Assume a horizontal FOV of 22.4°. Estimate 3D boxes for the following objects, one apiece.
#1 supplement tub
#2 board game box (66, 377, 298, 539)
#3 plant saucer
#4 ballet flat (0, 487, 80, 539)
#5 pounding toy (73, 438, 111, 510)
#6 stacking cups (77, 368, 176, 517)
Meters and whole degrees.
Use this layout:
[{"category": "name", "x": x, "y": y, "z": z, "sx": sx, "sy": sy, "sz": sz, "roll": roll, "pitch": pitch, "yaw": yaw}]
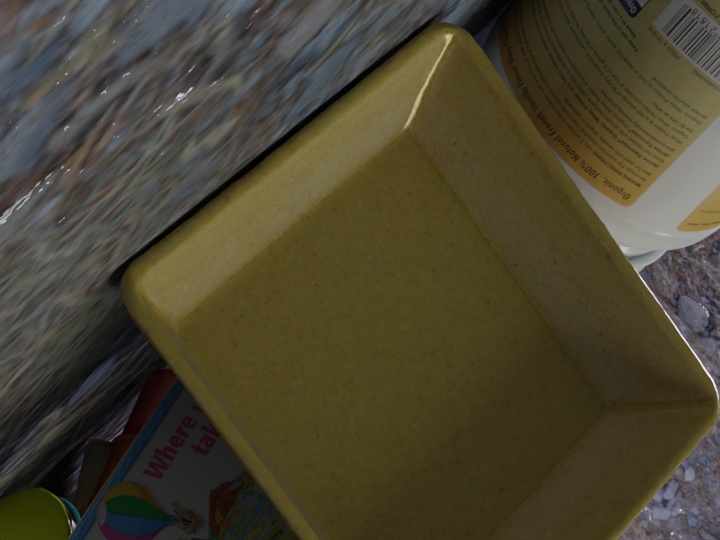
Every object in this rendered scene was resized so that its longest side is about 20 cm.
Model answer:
[{"category": "supplement tub", "x": 0.143, "y": -0.100, "z": 0.821, "sx": 0.200, "sy": 0.144, "sz": 0.144, "roll": -48, "pitch": 174, "yaw": 39}, {"category": "board game box", "x": -0.015, "y": 0.075, "z": 0.750, "sx": 0.201, "sy": 0.133, "sz": 0.034, "roll": -57, "pitch": 170, "yaw": -34}, {"category": "plant saucer", "x": 0.023, "y": 0.035, "z": 0.701, "sx": 0.200, "sy": 0.201, "sz": 0.048, "roll": -41, "pitch": -172, "yaw": -34}, {"category": "ballet flat", "x": -0.187, "y": 0.162, "z": 0.765, "sx": 0.067, "sy": 0.067, "sz": 0.200, "roll": 3, "pitch": 141, "yaw": -43}, {"category": "pounding toy", "x": -0.134, "y": 0.199, "z": 0.912, "sx": 0.184, "sy": 0.141, "sz": 0.202, "roll": 122, "pitch": -20, "yaw": -70}, {"category": "stacking cups", "x": -0.117, "y": 0.136, "z": 0.824, "sx": 0.061, "sy": 0.060, "sz": 0.202, "roll": 127, "pitch": -17, "yaw": -60}]
